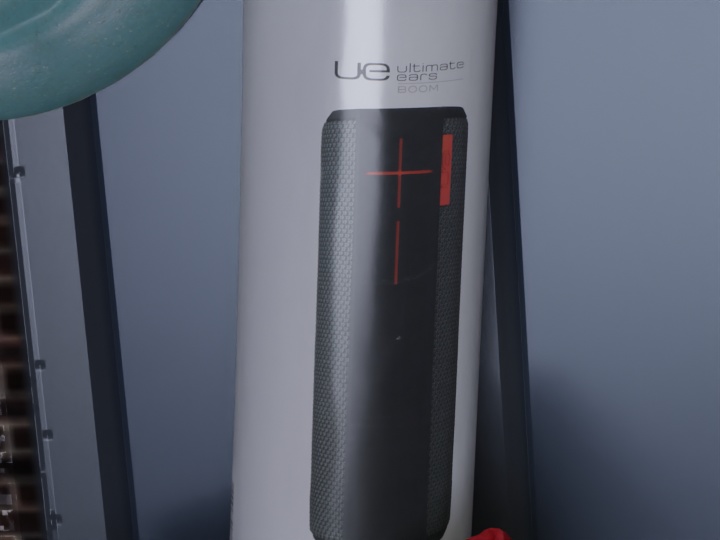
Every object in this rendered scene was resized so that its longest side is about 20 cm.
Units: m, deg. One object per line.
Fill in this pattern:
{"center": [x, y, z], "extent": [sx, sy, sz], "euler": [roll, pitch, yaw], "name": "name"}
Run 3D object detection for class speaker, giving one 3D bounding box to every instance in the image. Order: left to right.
{"center": [0.000, 0.000, 0.793], "extent": [0.081, 0.081, 0.201], "euler": [5, 105, 8], "name": "speaker"}

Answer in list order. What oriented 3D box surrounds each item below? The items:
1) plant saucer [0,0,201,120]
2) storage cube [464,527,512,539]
{"center": [-0.135, -0.143, 0.797], "extent": [0.199, 0.036, 0.201], "euler": [2, 106, 9], "name": "plant saucer"}
{"center": [0.011, 0.217, 0.766], "extent": [0.171, 0.180, 0.200], "euler": [-22, 133, 14], "name": "storage cube"}
